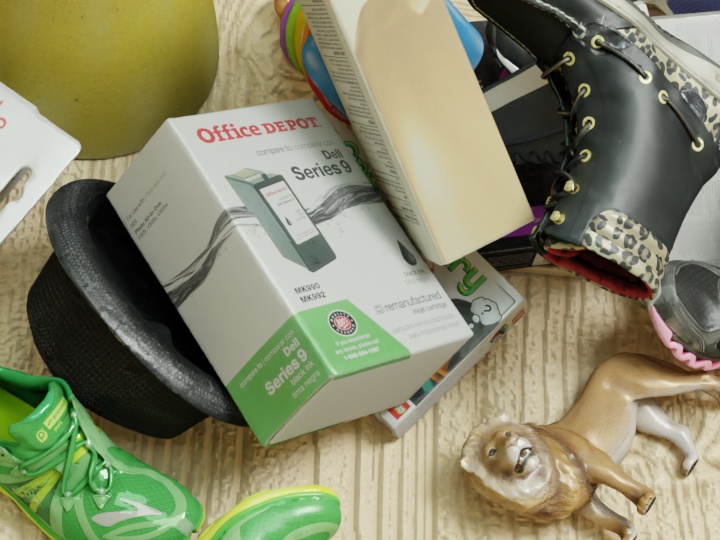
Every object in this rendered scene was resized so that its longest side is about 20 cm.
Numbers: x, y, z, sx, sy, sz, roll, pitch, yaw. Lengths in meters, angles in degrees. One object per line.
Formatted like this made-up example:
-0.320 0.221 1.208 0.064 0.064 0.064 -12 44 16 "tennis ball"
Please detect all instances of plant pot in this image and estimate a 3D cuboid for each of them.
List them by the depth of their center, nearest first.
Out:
-0.192 -0.200 1.416 0.199 0.142 0.201 4 60 -8 "plant pot"

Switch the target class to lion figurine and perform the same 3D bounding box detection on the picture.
0.161 0.107 1.351 0.122 0.073 0.200 33 45 19 "lion figurine"

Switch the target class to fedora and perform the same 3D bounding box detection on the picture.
-0.144 0.039 1.299 0.200 0.092 0.201 39 24 -22 "fedora"

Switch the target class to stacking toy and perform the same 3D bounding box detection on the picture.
-0.016 -0.170 1.432 0.110 0.116 0.200 -50 32 -4 "stacking toy"

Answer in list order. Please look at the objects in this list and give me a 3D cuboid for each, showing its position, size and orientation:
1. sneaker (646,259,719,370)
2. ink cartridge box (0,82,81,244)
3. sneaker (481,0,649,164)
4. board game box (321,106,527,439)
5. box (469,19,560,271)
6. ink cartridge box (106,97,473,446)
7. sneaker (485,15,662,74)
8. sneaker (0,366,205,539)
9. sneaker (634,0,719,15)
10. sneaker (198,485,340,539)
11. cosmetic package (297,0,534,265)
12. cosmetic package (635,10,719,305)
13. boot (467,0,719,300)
0.281 0.029 1.357 0.199 0.095 0.079 18 55 -30 "sneaker"
-0.294 -0.086 1.363 0.200 0.067 0.116 35 72 11 "ink cartridge box"
0.137 -0.069 1.366 0.147 0.202 0.077 62 29 2 "sneaker"
0.000 0.000 1.374 0.126 0.035 0.200 -44 74 -8 "board game box"
0.084 -0.092 1.465 0.142 0.036 0.201 -6 63 -12 "box"
-0.046 -0.004 1.279 0.146 0.084 0.201 -14 64 -50 "ink cartridge box"
0.188 -0.159 1.457 0.199 0.088 0.076 21 37 -22 "sneaker"
-0.190 0.118 1.262 0.199 0.084 0.074 28 60 7 "sneaker"
0.231 -0.261 1.565 0.198 0.081 0.116 14 60 0 "sneaker"
-0.085 0.209 1.227 0.200 0.074 0.084 -38 65 -17 "sneaker"
0.032 -0.112 1.291 0.071 0.105 0.201 -26 103 -9 "cosmetic package"
0.230 -0.078 1.412 0.082 0.051 0.202 -6 99 -12 "cosmetic package"
0.134 -0.090 1.252 0.203 0.073 0.154 30 72 -9 "boot"
